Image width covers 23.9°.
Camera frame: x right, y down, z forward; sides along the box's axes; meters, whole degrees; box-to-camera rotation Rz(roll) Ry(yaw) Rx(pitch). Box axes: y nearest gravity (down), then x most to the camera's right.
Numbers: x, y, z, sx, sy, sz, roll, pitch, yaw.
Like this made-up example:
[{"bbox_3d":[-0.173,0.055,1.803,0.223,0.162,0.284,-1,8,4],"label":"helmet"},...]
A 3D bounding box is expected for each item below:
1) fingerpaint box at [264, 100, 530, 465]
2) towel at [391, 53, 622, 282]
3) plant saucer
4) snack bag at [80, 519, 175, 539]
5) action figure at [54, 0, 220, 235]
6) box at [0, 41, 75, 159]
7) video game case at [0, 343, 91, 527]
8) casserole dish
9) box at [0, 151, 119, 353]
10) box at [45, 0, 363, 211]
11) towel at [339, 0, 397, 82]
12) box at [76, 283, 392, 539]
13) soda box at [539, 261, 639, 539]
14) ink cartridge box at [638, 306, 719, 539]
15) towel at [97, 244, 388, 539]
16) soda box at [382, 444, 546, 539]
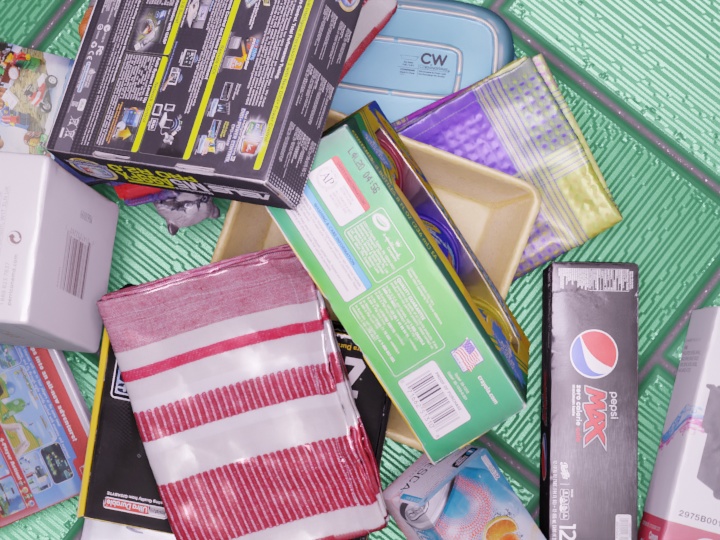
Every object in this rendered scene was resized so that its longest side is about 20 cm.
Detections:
[{"bbox_3d":[0.027,0.000,1.069,0.073,0.167,0.201,-32,95,11],"label":"fingerpaint box"},{"bbox_3d":[0.070,-0.048,1.204,0.199,0.023,0.144,-27,97,7],"label":"towel"},{"bbox_3d":[0.000,0.000,1.180,0.199,0.048,0.201,20,99,-1],"label":"plant saucer"},{"bbox_3d":[-0.103,0.136,1.217,0.187,0.021,0.201,12,86,0],"label":"snack bag"},{"bbox_3d":[-0.123,-0.122,1.152,0.199,0.104,0.195,2,106,38],"label":"action figure"},{"bbox_3d":[-0.266,-0.062,1.220,0.136,0.038,0.201,13,86,0],"label":"box"},{"bbox_3d":[-0.291,0.120,1.196,0.199,0.017,0.144,-23,96,4],"label":"video game case"},{"bbox_3d":[0.023,-0.145,1.229,0.199,0.039,0.122,7,87,-1],"label":"casserole dish"},{"bbox_3d":[-0.279,-0.016,1.109,0.199,0.152,0.107,6,82,9],"label":"box"},{"bbox_3d":[-0.084,-0.144,1.007,0.159,0.044,0.201,9,75,27],"label":"box"},{"bbox_3d":[-0.067,-0.216,1.140,0.200,0.023,0.144,46,42,-11],"label":"towel"},{"bbox_3d":[-0.081,0.105,1.153,0.199,0.049,0.161,11,98,2],"label":"box"},{"bbox_3d":[0.160,0.095,1.196,0.063,0.071,0.201,2,86,1],"label":"soda box"},{"bbox_3d":[0.286,0.137,1.189,0.145,0.083,0.201,14,86,1],"label":"ink cartridge box"},{"bbox_3d":[-0.075,0.093,1.108,0.143,0.023,0.201,-16,99,7],"label":"towel"},{"bbox_3d":[0.099,0.213,1.155,0.064,0.068,0.200,-40,106,-21],"label":"soda box"}]
